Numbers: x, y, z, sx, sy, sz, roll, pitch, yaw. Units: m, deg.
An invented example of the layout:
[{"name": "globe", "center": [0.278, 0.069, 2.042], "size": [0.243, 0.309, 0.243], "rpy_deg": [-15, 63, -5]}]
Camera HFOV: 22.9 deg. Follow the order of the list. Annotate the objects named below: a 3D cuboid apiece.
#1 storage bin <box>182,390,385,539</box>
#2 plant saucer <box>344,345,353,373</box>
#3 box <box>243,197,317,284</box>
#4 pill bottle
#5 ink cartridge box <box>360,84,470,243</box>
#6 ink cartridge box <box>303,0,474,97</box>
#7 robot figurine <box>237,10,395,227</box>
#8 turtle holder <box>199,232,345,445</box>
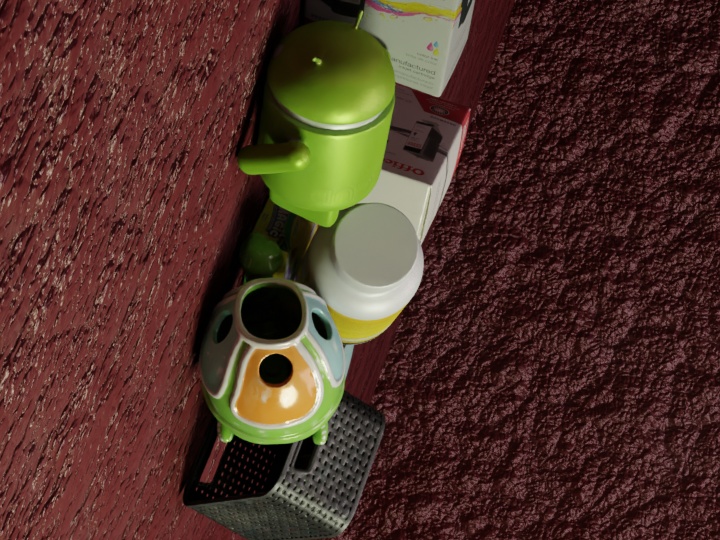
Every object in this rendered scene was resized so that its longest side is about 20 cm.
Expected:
[{"name": "storage bin", "center": [-0.078, 0.190, 1.781], "size": [0.199, 0.093, 0.136], "rpy_deg": [-18, -134, 56]}, {"name": "plant saucer", "center": [-0.059, 0.186, 2.630], "size": [0.201, 0.038, 0.203], "rpy_deg": [18, 90, -84]}, {"name": "box", "center": [-0.081, -0.017, 1.804], "size": [0.201, 0.048, 0.118], "rpy_deg": [105, 7, -49]}, {"name": "pill bottle", "center": [0.000, 0.000, 1.714], "size": [0.200, 0.111, 0.113], "rpy_deg": [124, -13, -74]}, {"name": "ink cartridge box", "center": [0.029, -0.127, 1.987], "size": [0.200, 0.145, 0.083], "rpy_deg": [-64, 169, -56]}, {"name": "ink cartridge box", "center": [0.029, -0.266, 1.584], "size": [0.201, 0.145, 0.083], "rpy_deg": [97, 15, -59]}, {"name": "robot figurine", "center": [-0.031, -0.134, 1.572], "size": [0.176, 0.115, 0.201], "rpy_deg": [-51, 162, -38]}, {"name": "turtle holder", "center": [-0.075, 0.063, 1.652], "size": [0.132, 0.140, 0.186], "rpy_deg": [91, 20, -50]}]
